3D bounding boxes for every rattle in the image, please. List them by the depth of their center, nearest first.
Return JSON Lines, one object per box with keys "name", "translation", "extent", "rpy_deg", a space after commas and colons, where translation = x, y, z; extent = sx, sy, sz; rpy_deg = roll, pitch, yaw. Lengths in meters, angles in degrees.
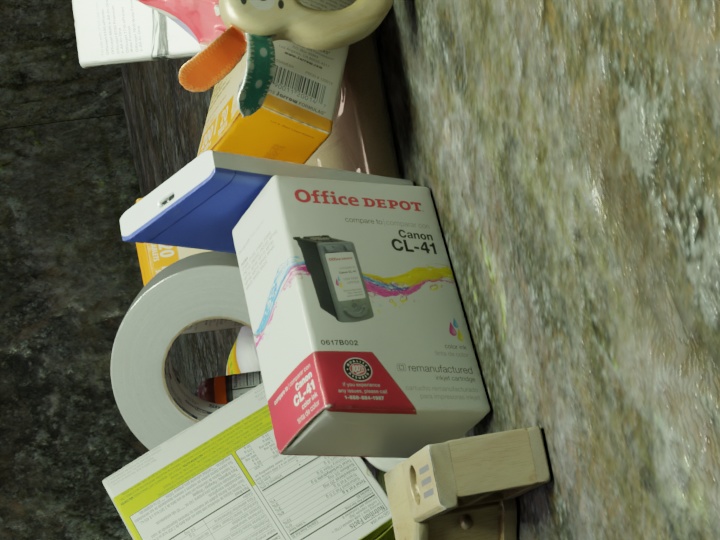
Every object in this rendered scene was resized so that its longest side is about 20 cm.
{"name": "rattle", "translation": [-0.039, -0.216, 1.282], "extent": [0.130, 0.200, 0.143], "rpy_deg": [56, 149, -11]}

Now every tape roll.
{"name": "tape roll", "translation": [-0.128, 0.085, 1.630], "extent": [0.066, 0.199, 0.201], "rpy_deg": [-93, -2, -77]}

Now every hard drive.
{"name": "hard drive", "translation": [-0.072, -0.048, 1.404], "extent": [0.132, 0.199, 0.025], "rpy_deg": [-31, 62, 44]}

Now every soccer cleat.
{"name": "soccer cleat", "translation": [-0.136, -0.230, 1.547], "extent": [0.067, 0.200, 0.077], "rpy_deg": [-50, 11, 29]}

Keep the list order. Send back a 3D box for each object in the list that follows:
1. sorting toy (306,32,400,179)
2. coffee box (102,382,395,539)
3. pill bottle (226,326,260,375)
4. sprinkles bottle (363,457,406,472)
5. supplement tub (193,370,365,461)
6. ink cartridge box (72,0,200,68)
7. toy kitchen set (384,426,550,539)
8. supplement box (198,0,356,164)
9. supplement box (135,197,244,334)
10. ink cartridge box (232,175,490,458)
{"name": "sorting toy", "translation": [-0.032, -0.108, 1.552], "extent": [0.200, 0.036, 0.186], "rpy_deg": [-24, 73, 53]}
{"name": "coffee box", "translation": [-0.073, 0.249, 1.528], "extent": [0.198, 0.200, 0.200], "rpy_deg": [51, 167, 40]}
{"name": "pill bottle", "translation": [-0.081, 0.092, 1.877], "extent": [0.200, 0.111, 0.112], "rpy_deg": [122, 138, -73]}
{"name": "sprinkles bottle", "translation": [0.013, 0.135, 1.553], "extent": [0.200, 0.068, 0.069], "rpy_deg": [-178, 80, -79]}
{"name": "supplement tub", "translation": [-0.094, 0.151, 1.735], "extent": [0.107, 0.199, 0.107], "rpy_deg": [172, 90, -89]}
{"name": "ink cartridge box", "translation": [-0.153, -0.246, 1.667], "extent": [0.145, 0.199, 0.084], "rpy_deg": [-32, -63, -70]}
{"name": "toy kitchen set", "translation": [0.045, 0.230, 1.221], "extent": [0.180, 0.162, 0.201], "rpy_deg": [124, 136, -73]}
{"name": "supplement box", "translation": [-0.063, -0.178, 1.425], "extent": [0.126, 0.073, 0.201], "rpy_deg": [-43, 31, 55]}
{"name": "supplement box", "translation": [-0.119, -0.014, 1.762], "extent": [0.074, 0.199, 0.126], "rpy_deg": [110, 150, -61]}
{"name": "ink cartridge box", "translation": [-0.002, 0.036, 1.328], "extent": [0.086, 0.147, 0.201], "rpy_deg": [-47, 48, 48]}
